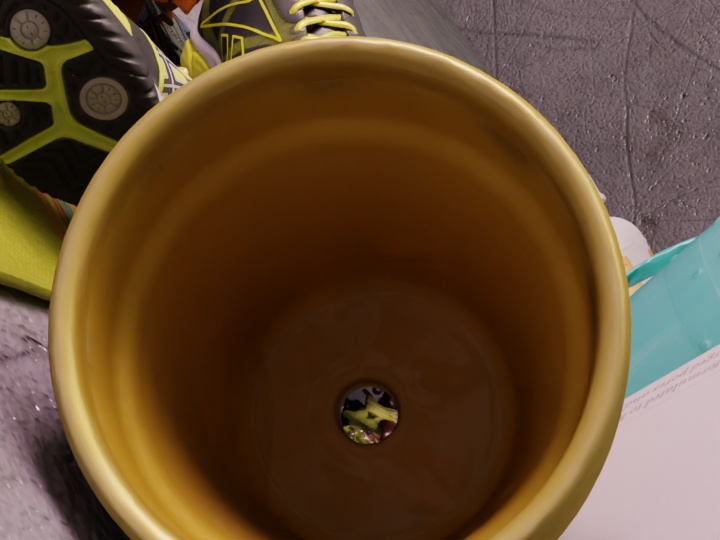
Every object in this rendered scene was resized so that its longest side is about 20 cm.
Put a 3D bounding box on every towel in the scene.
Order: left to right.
[{"bbox_3d":[-0.134,-0.019,0.883,0.086,0.018,0.200,53,11,21],"label":"towel"}]

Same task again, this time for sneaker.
[{"bbox_3d":[-0.102,-0.064,0.907,0.077,0.075,0.201,-93,156,-49],"label":"sneaker"},{"bbox_3d":[-0.034,-0.110,0.990,0.074,0.085,0.200,3,16,-27],"label":"sneaker"}]

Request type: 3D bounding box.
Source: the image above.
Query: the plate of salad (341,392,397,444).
[{"bbox_3d":[0.062,0.101,1.042,0.199,0.048,0.200,23,9,-4],"label":"plate of salad"}]

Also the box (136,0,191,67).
[{"bbox_3d":[-0.082,-0.073,1.237,0.137,0.040,0.200,46,11,-31],"label":"box"}]

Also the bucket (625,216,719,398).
[{"bbox_3d":[0.205,0.075,1.106,0.207,0.135,0.208,46,17,-19],"label":"bucket"}]

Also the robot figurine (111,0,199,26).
[{"bbox_3d":[-0.113,-0.159,1.153,0.058,0.145,0.200,38,22,-10],"label":"robot figurine"}]

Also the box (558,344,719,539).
[{"bbox_3d":[0.137,0.138,0.825,0.131,0.198,0.200,48,32,-14],"label":"box"}]

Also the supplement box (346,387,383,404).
[{"bbox_3d":[0.089,0.090,1.195,0.200,0.109,0.061,46,12,-19],"label":"supplement box"}]

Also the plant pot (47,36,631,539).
[{"bbox_3d":[-0.001,0.040,0.807,0.201,0.200,0.189,52,-6,15],"label":"plant pot"}]

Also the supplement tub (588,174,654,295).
[{"bbox_3d":[0.138,0.056,1.347,0.201,0.144,0.144,62,11,6],"label":"supplement tub"}]
